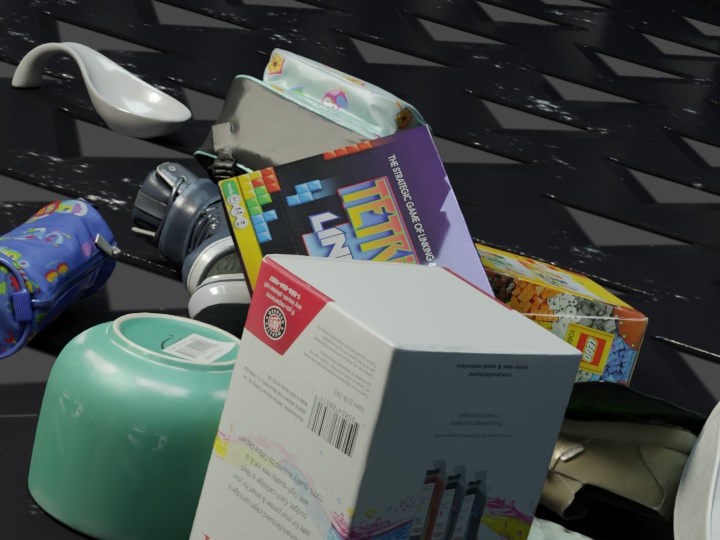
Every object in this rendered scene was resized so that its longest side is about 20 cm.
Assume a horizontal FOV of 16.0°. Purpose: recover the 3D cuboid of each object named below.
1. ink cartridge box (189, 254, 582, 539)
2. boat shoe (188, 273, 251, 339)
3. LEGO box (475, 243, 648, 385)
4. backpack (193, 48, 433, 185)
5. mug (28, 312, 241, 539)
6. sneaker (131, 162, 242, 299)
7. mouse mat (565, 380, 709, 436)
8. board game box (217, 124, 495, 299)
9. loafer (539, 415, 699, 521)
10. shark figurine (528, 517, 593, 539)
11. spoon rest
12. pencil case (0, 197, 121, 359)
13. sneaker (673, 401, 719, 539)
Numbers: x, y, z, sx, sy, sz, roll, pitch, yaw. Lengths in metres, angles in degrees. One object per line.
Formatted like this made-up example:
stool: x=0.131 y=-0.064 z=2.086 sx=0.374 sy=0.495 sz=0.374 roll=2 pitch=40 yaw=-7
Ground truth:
ink cartridge box: x=0.011 y=0.111 z=1.505 sx=0.145 sy=0.200 sz=0.145 roll=4 pitch=19 yaw=-38
boat shoe: x=-0.056 y=0.018 z=1.964 sx=0.200 sy=0.074 sz=0.067 roll=11 pitch=57 yaw=-45
LEGO box: x=0.121 y=0.035 z=1.989 sx=0.149 sy=0.077 sz=0.200 roll=16 pitch=6 yaw=-10
backpack: x=-0.026 y=-0.085 z=2.171 sx=0.176 sy=0.153 sz=0.200 roll=23 pitch=-16 yaw=23
mug: x=-0.130 y=0.089 z=1.613 sx=0.152 sy=0.115 sz=0.185 roll=4 pitch=19 yaw=-29
sneaker: x=-0.133 y=-0.024 z=2.036 sx=0.146 sy=0.077 sz=0.202 roll=30 pitch=11 yaw=16
mouse mat: x=0.169 y=0.106 z=1.779 sx=0.161 sy=0.008 sz=0.200 roll=-8 pitch=-20 yaw=41
board game box: x=0.000 y=0.000 z=1.850 sx=0.165 sy=0.057 sz=0.200 roll=-17 pitch=51 yaw=-4
loafer: x=0.132 y=0.135 z=1.754 sx=0.200 sy=0.068 sz=0.076 roll=2 pitch=-17 yaw=14
shark figurine: x=0.054 y=0.132 z=1.650 sx=0.128 sy=0.215 sz=0.089 roll=-30 pitch=-4 yaw=-27
spoon rest: x=-0.254 y=-0.180 z=2.522 sx=0.200 sy=0.061 sz=0.099 roll=22 pitch=18 yaw=29
pencil case: x=-0.240 y=0.005 z=1.872 sx=0.087 sy=0.078 sz=0.200 roll=-6 pitch=12 yaw=16
sneaker: x=0.261 y=0.173 z=1.662 sx=0.099 sy=0.071 sz=0.200 roll=17 pitch=43 yaw=-8
